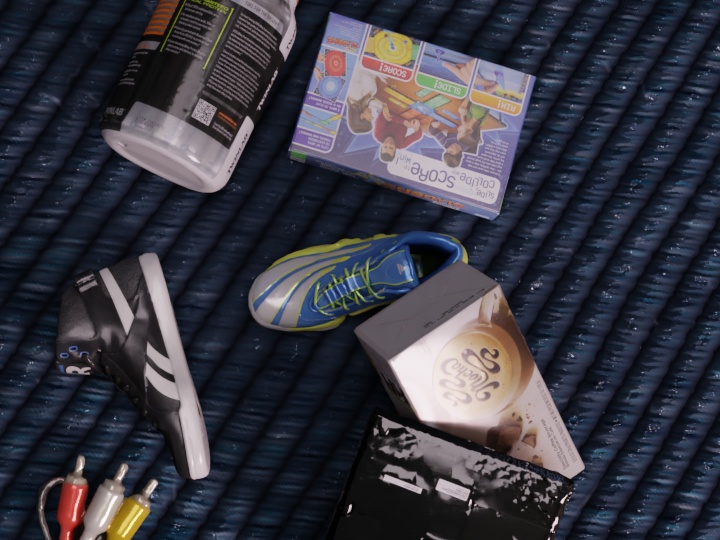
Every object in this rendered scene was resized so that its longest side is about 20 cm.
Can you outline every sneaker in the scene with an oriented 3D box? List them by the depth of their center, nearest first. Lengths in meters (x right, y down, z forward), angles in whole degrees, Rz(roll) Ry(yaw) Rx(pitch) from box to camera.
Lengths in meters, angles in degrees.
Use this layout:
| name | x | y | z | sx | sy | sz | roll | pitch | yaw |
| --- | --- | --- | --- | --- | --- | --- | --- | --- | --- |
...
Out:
| name | x | y | z | sx | sy | sz | roll | pitch | yaw |
| --- | --- | --- | --- | --- | --- | --- | --- | --- | --- |
| sneaker | -0.202 | 0.093 | 1.218 | 0.111 | 0.073 | 0.201 | -15 | 75 | -5 |
| sneaker | 0.000 | 0.000 | 1.231 | 0.199 | 0.105 | 0.076 | -15 | 82 | -9 |

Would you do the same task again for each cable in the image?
| name | x | y | z | sx | sy | sz | roll | pitch | yaw |
| --- | --- | --- | --- | --- | --- | --- | --- | --- | --- |
| cable | -0.245 | 0.254 | 1.194 | 0.096 | 0.050 | 0.201 | 18 | 79 | -2 |

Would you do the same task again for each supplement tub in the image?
| name | x | y | z | sx | sy | sz | roll | pitch | yaw |
| --- | --- | --- | --- | --- | --- | --- | --- | --- | --- |
| supplement tub | -0.133 | -0.180 | 1.235 | 0.122 | 0.123 | 0.201 | 25 | 80 | -2 |

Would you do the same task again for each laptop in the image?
| name | x | y | z | sx | sy | sz | roll | pitch | yaw |
| --- | --- | --- | --- | --- | --- | --- | --- | --- | --- |
| laptop | 0.056 | 0.229 | 1.183 | 0.176 | 0.103 | 0.201 | 20 | 92 | -4 |

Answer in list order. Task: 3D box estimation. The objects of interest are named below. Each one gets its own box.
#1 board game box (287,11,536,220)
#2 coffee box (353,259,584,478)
| name | x | y | z | sx | sy | sz | roll | pitch | yaw |
| --- | --- | --- | --- | --- | --- | --- | --- | --- | --- |
| board game box | 0.047 | -0.140 | 1.292 | 0.199 | 0.034 | 0.136 | 17 | 81 | -3 |
| coffee box | 0.093 | 0.109 | 1.194 | 0.113 | 0.080 | 0.201 | -32 | 116 | -11 |
